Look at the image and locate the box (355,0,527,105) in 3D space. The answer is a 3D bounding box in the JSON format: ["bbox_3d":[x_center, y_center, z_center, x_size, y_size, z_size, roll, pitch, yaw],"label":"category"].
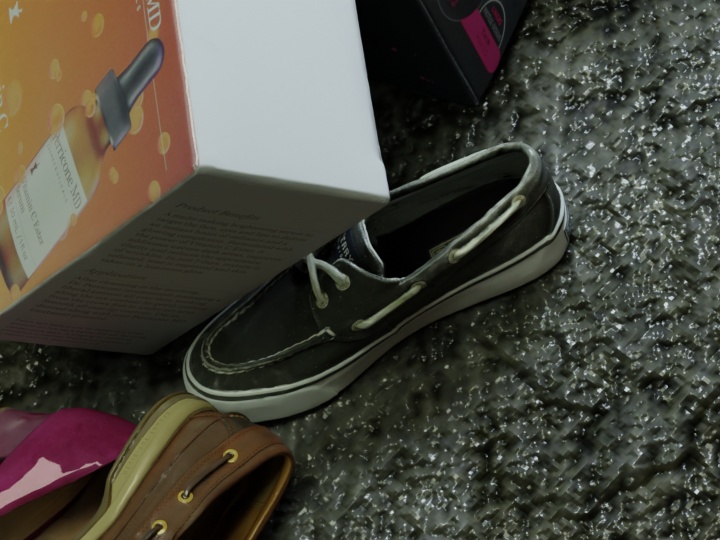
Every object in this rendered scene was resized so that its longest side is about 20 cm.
[{"bbox_3d":[-0.023,-0.173,1.311,0.199,0.122,0.106,15,69,30],"label":"box"}]

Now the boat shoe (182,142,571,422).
[{"bbox_3d":[0.000,0.000,1.230,0.200,0.064,0.071,-29,53,2],"label":"boat shoe"}]

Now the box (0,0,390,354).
[{"bbox_3d":[-0.096,-0.068,1.212,0.200,0.106,0.153,-32,59,46],"label":"box"}]

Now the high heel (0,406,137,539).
[{"bbox_3d":[-0.170,0.144,1.203,0.096,0.067,0.200,5,58,36],"label":"high heel"}]

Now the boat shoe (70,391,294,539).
[{"bbox_3d":[-0.096,0.147,1.172,0.067,0.072,0.201,14,63,31],"label":"boat shoe"}]
